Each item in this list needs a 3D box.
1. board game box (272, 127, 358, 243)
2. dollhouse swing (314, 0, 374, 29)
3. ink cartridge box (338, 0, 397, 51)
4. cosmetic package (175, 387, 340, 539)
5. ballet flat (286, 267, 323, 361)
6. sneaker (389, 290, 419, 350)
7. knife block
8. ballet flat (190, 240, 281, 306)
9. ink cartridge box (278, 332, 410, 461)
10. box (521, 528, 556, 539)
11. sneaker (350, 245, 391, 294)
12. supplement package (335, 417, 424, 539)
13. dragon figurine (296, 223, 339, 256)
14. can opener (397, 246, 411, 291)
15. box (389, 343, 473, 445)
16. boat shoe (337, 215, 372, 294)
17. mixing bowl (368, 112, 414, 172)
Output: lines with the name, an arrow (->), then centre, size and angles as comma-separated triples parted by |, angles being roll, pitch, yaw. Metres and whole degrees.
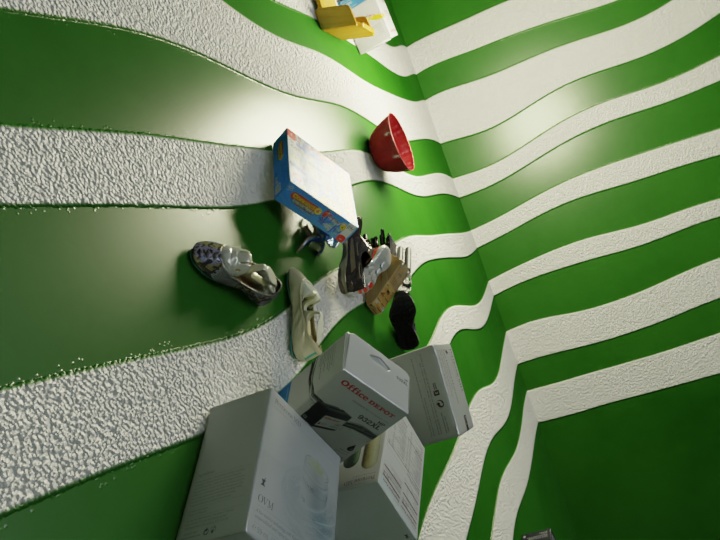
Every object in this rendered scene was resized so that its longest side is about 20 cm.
board game box -> -0.101, -0.187, 1.311 | 0.193, 0.056, 0.204 | 31, 33, -34
dollhouse swing -> -0.056, -0.887, 2.002 | 0.199, 0.176, 0.183 | -25, 114, -68
ink cartridge box -> 0.033, -0.964, 2.296 | 0.205, 0.142, 0.147 | 63, 22, -15
cosmetic package -> -0.128, 0.314, 0.829 | 0.201, 0.120, 0.204 | 54, 25, -36
ballet flat -> -0.103, 0.078, 1.168 | 0.069, 0.068, 0.206 | 39, 37, -52
sneaker -> 0.115, 0.119, 1.639 | 0.089, 0.073, 0.204 | -95, 176, -50
knife block -> 0.036, -0.007, 1.603 | 0.173, 0.202, 0.064 | 29, -13, 37
ballet flat -> -0.197, -0.003, 1.005 | 0.200, 0.070, 0.074 | 40, 36, -52
ink cartridge box -> -0.033, 0.218, 0.988 | 0.144, 0.200, 0.085 | 36, 32, -20
box -> 0.651, 1.064, 2.088 | 0.204, 0.120, 0.199 | 62, 22, -15
sneaker -> 0.000, 0.000, 1.500 | 0.199, 0.080, 0.080 | -34, 119, -47
supplement package -> 0.017, 0.369, 1.092 | 0.153, 0.148, 0.202 | 59, 24, -24
dragon figurine -> -0.084, -0.072, 1.353 | 0.101, 0.057, 0.202 | 59, 22, -24
can opener -> 0.130, 0.010, 1.845 | 0.203, 0.051, 0.068 | -82, 177, -51
box -> 0.130, 0.293, 1.371 | 0.130, 0.195, 0.205 | 10, 61, -64
boat shoe -> -0.006, -0.036, 1.397 | 0.075, 0.071, 0.206 | 74, 20, -60
mixing bowl -> 0.094, -0.414, 2.022 | 0.201, 0.106, 0.205 | 52, 28, -41
